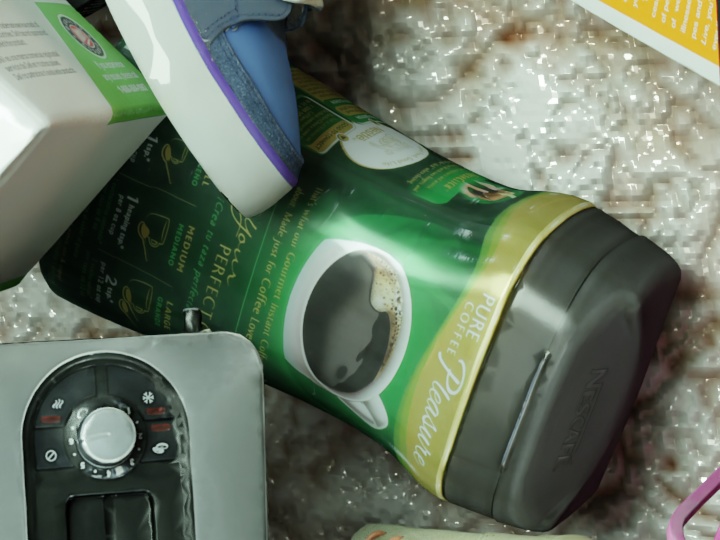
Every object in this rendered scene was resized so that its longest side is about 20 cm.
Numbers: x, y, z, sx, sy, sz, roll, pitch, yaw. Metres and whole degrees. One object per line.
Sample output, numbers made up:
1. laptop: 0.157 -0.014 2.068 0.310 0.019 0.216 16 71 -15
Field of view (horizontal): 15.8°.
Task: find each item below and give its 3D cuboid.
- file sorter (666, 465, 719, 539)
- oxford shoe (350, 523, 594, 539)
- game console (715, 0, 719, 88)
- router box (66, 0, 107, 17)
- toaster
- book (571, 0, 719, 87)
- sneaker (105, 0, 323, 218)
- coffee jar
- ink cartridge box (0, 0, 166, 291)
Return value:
1. file sorter: 0.165 0.087 0.762 0.139 0.125 0.201 26 120 18
2. oxford shoe: 0.027 0.115 0.831 0.074 0.071 0.200 32 155 -9
3. game console: 0.174 -0.029 0.586 0.199 0.031 0.178 8 116 28
4. router box: -0.139 -0.171 0.849 0.149 0.051 0.201 -27 95 13
5. toaster: -0.132 0.084 0.815 0.200 0.180 0.119 149 118 -74
6. book: 0.102 -0.124 0.696 0.200 0.048 0.134 43 132 54
7. sneaker: -0.017 -0.134 0.776 0.146 0.081 0.201 -24 88 2
8. coffee jar: 0.000 0.000 0.844 0.199 0.085 0.105 28 114 18
9. ink cartridge box: -0.167 -0.084 0.759 0.200 0.145 0.084 43 101 4
